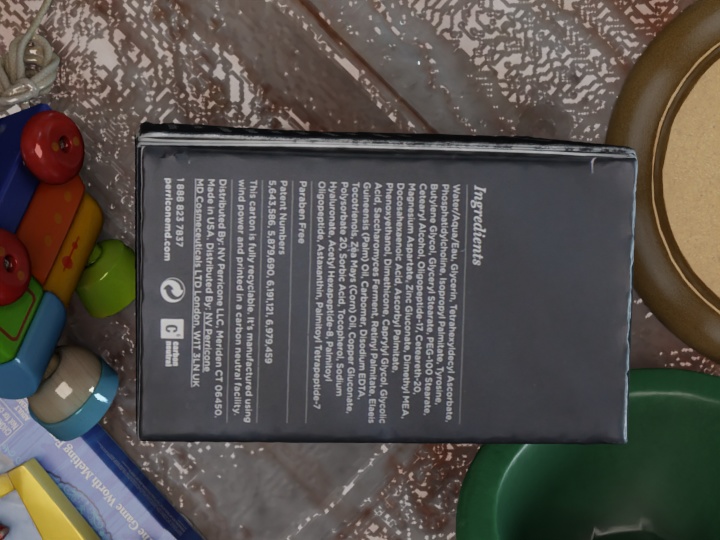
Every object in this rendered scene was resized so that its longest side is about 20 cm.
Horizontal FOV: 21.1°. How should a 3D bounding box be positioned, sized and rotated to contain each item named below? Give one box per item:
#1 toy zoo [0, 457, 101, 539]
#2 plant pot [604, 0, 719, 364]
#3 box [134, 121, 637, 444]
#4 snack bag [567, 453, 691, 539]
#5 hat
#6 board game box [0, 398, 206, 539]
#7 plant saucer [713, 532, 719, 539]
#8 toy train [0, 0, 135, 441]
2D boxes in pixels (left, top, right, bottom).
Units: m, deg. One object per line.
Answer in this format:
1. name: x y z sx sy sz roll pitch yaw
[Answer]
1. toy zoo: -0.186 0.179 0.924 0.199 0.020 0.132 -29 90 7
2. plant pot: 0.215 -0.044 0.915 0.198 0.027 0.202 0 95 4
3. box: 0.000 0.000 0.833 0.195 0.200 0.125 0 95 -6
4. snack bag: 0.176 0.190 0.938 0.200 0.021 0.189 42 97 1
5. hat: 0.124 0.167 0.915 0.198 0.166 0.177 -13 138 -5
6. board game box: -0.186 0.164 0.956 0.199 0.043 0.200 -43 89 7
7. plant saucer: 0.142 0.222 0.925 0.070 0.019 0.201 35 98 2
8. toy train: -0.142 -0.026 0.921 0.084 0.201 0.116 -13 134 36
